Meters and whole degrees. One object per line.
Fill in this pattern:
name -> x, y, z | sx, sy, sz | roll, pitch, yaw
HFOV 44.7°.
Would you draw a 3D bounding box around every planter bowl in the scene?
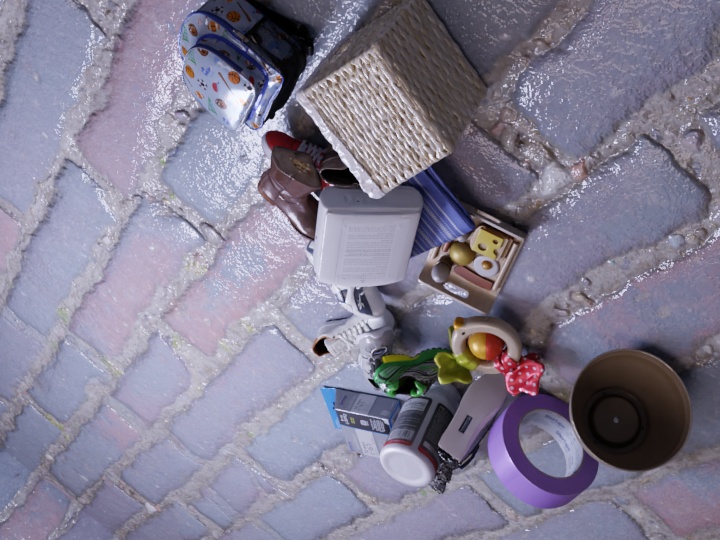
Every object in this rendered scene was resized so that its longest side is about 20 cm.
planter bowl -> 0.448, 0.248, 1.500 | 0.198, 0.202, 0.135 | 24, 165, 10

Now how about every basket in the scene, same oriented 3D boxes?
basket -> 0.052, -0.251, 1.255 | 0.160, 0.199, 0.201 | -21, 116, 41

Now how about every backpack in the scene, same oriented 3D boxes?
backpack -> -0.199, -0.331, 1.381 | 0.191, 0.154, 0.200 | 45, 141, 2

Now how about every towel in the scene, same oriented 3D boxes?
towel -> 0.080, -0.091, 1.451 | 0.199, 0.024, 0.145 | -24, 117, 44

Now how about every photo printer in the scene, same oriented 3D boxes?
photo printer -> 0.007, -0.049, 1.424 | 0.164, 0.070, 0.201 | -1, 141, -9

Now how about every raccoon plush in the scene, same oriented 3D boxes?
raccoon plush -> 0.186, 0.366, 1.797 | 0.096, 0.134, 0.201 | 30, 139, 5

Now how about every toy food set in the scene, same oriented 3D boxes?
toy food set -> 0.186, -0.022, 1.488 | 0.142, 0.061, 0.201 | 26, 139, 8

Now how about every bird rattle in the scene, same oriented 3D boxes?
bird rattle -> 0.233, 0.153, 1.583 | 0.198, 0.113, 0.164 | 11, 136, 23

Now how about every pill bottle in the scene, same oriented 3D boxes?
pill bottle -> 0.125, 0.316, 1.739 | 0.115, 0.201, 0.117 | 17, 136, 17

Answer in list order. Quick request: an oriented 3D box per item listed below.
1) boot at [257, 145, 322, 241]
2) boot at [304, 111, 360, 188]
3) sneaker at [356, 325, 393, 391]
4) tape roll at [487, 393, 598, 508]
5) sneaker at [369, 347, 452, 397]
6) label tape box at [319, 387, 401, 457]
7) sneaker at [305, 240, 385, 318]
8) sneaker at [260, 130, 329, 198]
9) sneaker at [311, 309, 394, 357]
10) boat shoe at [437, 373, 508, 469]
boot -> -0.082, -0.121, 1.431 | 0.185, 0.065, 0.200 | 33, 161, -8
boot -> -0.028, -0.196, 1.392 | 0.198, 0.147, 0.071 | 10, 139, 25
sneaker -> 0.038, 0.170, 1.705 | 0.074, 0.083, 0.201 | -15, 154, -6
tape roll -> 0.338, 0.332, 1.620 | 0.199, 0.201, 0.066 | 31, 138, 2
sneaker -> 0.119, 0.206, 1.672 | 0.086, 0.198, 0.079 | -121, 34, -43
label tape box -> 0.001, 0.341, 1.945 | 0.198, 0.066, 0.144 | 5, 131, 26
sneaker -> 0.000, 0.000, 1.610 | 0.200, 0.079, 0.129 | 55, 144, -8
sneaker -> -0.068, -0.188, 1.483 | 0.199, 0.072, 0.112 | 37, 143, -15
sneaker -> -0.016, 0.134, 1.746 | 0.199, 0.085, 0.073 | -23, 114, 40
boat shoe -> 0.220, 0.291, 1.689 | 0.074, 0.200, 0.093 | 34, 166, 26
